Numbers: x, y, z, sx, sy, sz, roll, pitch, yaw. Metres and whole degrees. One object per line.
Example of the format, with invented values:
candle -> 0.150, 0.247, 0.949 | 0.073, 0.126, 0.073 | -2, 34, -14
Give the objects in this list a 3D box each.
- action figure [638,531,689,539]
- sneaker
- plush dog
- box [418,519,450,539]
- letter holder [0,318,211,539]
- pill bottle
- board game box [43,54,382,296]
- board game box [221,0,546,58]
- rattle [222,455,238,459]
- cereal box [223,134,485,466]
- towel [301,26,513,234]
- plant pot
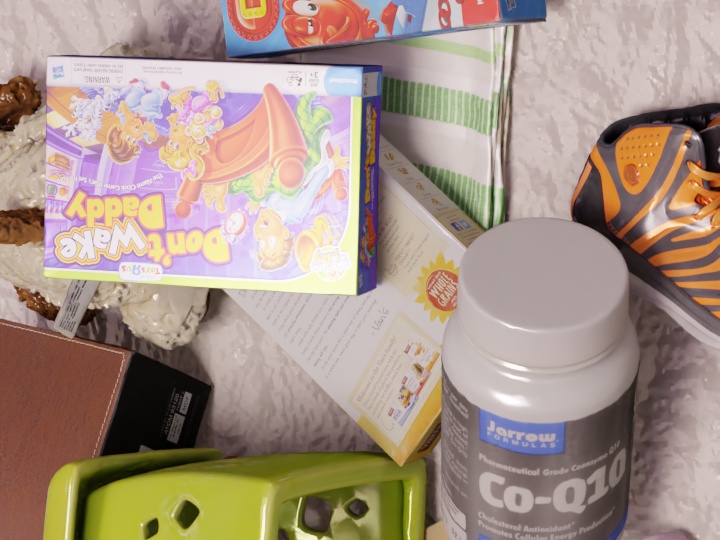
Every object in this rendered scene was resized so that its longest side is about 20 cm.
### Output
action figure -> 0.163, 0.281, 1.575 | 0.201, 0.133, 0.149 | 87, 166, -44
sneaker -> 0.206, -0.025, 1.473 | 0.199, 0.077, 0.113 | 26, 118, 25
plush dog -> -0.203, -0.037, 1.716 | 0.171, 0.160, 0.201 | 2, 105, 59
box -> 0.041, 0.260, 1.698 | 0.200, 0.021, 0.164 | -33, 84, 36
letter holder -> -0.206, 0.146, 1.732 | 0.141, 0.100, 0.201 | 11, 80, 32
pill bottle -> 0.102, 0.074, 1.510 | 0.113, 0.114, 0.201 | 24, 139, 26
board game box -> -0.089, -0.059, 1.575 | 0.199, 0.045, 0.135 | 3, 96, 16
board game box -> 0.003, -0.234, 1.547 | 0.195, 0.056, 0.201 | -5, 94, 34
rattle -> -0.147, 0.228, 1.747 | 0.130, 0.142, 0.201 | 42, 130, 37
cereal box -> 0.000, 0.000, 1.612 | 0.200, 0.039, 0.144 | 45, 121, 18
towel -> 0.025, -0.090, 1.609 | 0.152, 0.023, 0.201 | 11, 110, 32
plant pot -> -0.087, 0.206, 1.622 | 0.180, 0.199, 0.201 | 6, 93, 29
